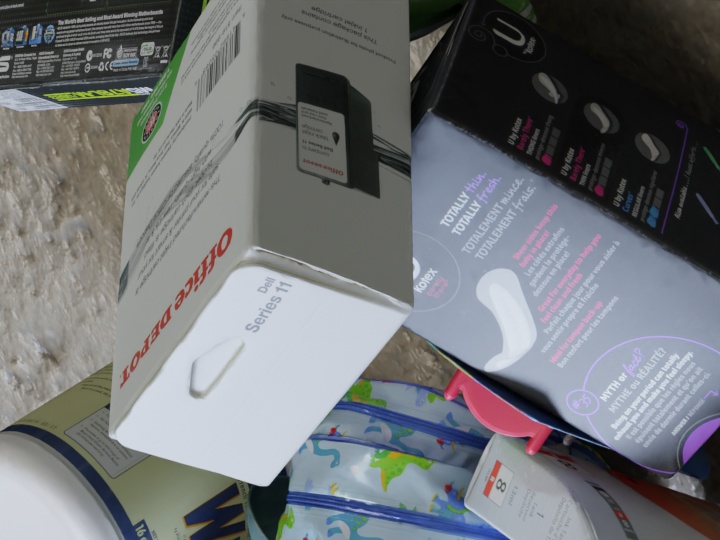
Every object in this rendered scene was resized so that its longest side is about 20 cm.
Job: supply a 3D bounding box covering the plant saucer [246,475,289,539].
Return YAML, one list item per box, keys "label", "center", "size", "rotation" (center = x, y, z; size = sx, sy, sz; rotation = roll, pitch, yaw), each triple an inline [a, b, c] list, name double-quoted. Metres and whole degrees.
- label: "plant saucer"
  center: [0.019, 0.182, 1.586]
  size: [0.200, 0.200, 0.027]
  rotation: [36, 105, 27]

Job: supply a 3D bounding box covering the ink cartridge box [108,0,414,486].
- label: "ink cartridge box"
  center: [-0.044, -0.027, 1.263]
  size: [0.083, 0.200, 0.147]
  rotation: [20, 135, -20]

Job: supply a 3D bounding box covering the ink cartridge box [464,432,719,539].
- label: "ink cartridge box"
  center: [0.165, 0.149, 1.373]
  size: [0.200, 0.162, 0.050]
  rotation: [28, 96, 55]

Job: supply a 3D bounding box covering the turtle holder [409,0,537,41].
- label: "turtle holder"
  center: [0.015, -0.170, 1.383]
  size: [0.185, 0.141, 0.132]
  rotation: [16, 159, -7]

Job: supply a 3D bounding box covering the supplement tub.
- label: "supplement tub"
  center: [-0.123, 0.123, 1.691]
  size: [0.145, 0.200, 0.145]
  rotation: [30, 137, 33]

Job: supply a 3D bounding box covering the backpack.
- label: "backpack"
  center: [0.045, 0.128, 1.501]
  size: [0.163, 0.200, 0.154]
  rotation: [12, 101, 47]

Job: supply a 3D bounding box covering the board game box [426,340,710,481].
- label: "board game box"
  center: [0.082, 0.062, 1.411]
  size: [0.039, 0.200, 0.158]
  rotation: [-58, 40, 15]

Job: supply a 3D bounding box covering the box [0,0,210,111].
- label: "box"
  center: [-0.129, -0.186, 1.509]
  size: [0.200, 0.047, 0.194]
  rotation: [-1, 75, 50]

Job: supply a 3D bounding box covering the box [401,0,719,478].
- label: "box"
  center: [0.100, -0.016, 1.320]
  size: [0.200, 0.106, 0.122]
  rotation: [30, 129, -8]
